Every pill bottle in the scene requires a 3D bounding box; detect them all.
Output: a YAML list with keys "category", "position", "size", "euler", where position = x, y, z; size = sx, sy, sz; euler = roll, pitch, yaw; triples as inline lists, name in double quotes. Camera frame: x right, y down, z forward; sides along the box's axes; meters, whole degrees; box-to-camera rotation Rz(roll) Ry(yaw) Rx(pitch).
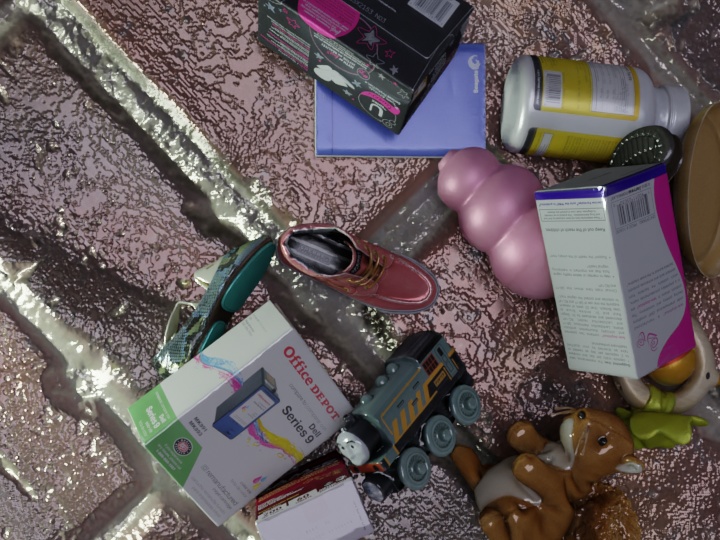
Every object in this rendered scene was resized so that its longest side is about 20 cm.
- category: "pill bottle"
  position: [0.268, -0.181, 1.211]
  size: [0.198, 0.112, 0.113]
  euler: [6, 89, -6]

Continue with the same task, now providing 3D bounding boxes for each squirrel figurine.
- category: "squirrel figurine"
  position: [0.234, 0.244, 1.183]
  size: [0.186, 0.142, 0.200]
  euler: [-36, 111, 7]

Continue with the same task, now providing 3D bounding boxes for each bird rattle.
- category: "bird rattle"
  position: [0.336, 0.110, 1.242]
  size: [0.162, 0.113, 0.201]
  euler: [-27, 79, -17]

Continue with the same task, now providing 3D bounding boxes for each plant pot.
- category: "plant pot"
  position: [0.398, -0.092, 1.209]
  size: [0.027, 0.199, 0.202]
  euler: [6, 88, 36]

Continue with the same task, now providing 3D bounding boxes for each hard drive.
- category: "hard drive"
  position: [0.046, -0.199, 1.230]
  size: [0.198, 0.025, 0.133]
  euler: [0, 89, -6]

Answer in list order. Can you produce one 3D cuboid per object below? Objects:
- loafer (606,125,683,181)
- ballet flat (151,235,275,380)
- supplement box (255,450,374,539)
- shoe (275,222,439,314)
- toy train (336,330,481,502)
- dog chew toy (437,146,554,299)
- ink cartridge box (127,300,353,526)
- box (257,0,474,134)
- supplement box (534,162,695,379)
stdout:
- category: "loafer"
  position: [0.311, -0.093, 1.183]
  size: [0.071, 0.200, 0.074]
  euler: [6, 63, -13]
- category: "ballet flat"
  position: [-0.171, 0.037, 1.186]
  size: [0.074, 0.074, 0.201]
  euler: [31, 82, -5]
- category: "supplement box"
  position: [-0.053, 0.252, 1.125]
  size: [0.108, 0.200, 0.061]
  euler: [-23, 90, -6]
- category: "shoe"
  position: [0.000, 0.000, 1.189]
  size: [0.199, 0.091, 0.072]
  euler: [20, 87, -6]
- category: "toy train"
  position: [0.052, 0.159, 1.168]
  size: [0.200, 0.085, 0.114]
  euler: [-45, 107, -36]
- category: "dog chew toy"
  position: [0.169, -0.062, 1.199]
  size: [0.200, 0.125, 0.125]
  euler: [44, 85, 4]
- category: "ink cartridge box"
  position: [-0.127, 0.154, 1.150]
  size: [0.200, 0.087, 0.146]
  euler: [-38, 121, -8]
- category: "box"
  position: [0.002, -0.271, 1.158]
  size: [0.199, 0.115, 0.132]
  euler: [34, 72, 4]
- category: "supplement box"
  position: [0.268, -0.001, 1.103]
  size: [0.101, 0.103, 0.201]
  euler: [-20, 102, -34]
